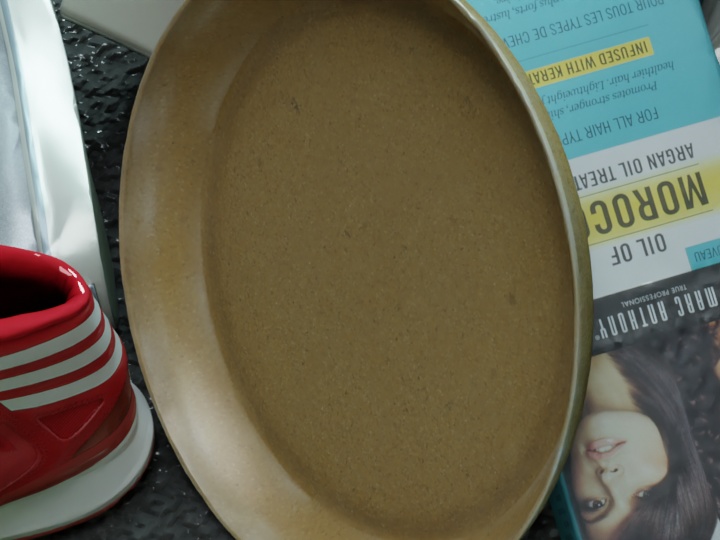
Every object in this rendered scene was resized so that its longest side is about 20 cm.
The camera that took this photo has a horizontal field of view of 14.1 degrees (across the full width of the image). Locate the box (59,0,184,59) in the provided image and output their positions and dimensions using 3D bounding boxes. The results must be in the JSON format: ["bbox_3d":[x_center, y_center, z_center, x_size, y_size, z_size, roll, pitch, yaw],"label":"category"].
[{"bbox_3d":[0.003,-0.078,0.970,0.200,0.068,0.082,29,96,29],"label":"box"}]

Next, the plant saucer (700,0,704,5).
[{"bbox_3d":[0.209,-0.096,0.975,0.200,0.070,0.019,-5,84,7],"label":"plant saucer"}]

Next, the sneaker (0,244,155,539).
[{"bbox_3d":[-0.166,0.049,0.878,0.200,0.116,0.078,-27,50,-13],"label":"sneaker"}]

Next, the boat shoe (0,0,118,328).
[{"bbox_3d":[-0.133,-0.054,0.993,0.071,0.070,0.201,-13,51,-5],"label":"boat shoe"}]

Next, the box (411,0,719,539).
[{"bbox_3d":[0.076,-0.009,0.858,0.082,0.049,0.200,-17,83,-2],"label":"box"}]

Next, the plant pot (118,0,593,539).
[{"bbox_3d":[0.000,0.000,0.857,0.027,0.200,0.200,-12,40,-41],"label":"plant pot"}]

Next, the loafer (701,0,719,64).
[{"bbox_3d":[0.143,-0.092,0.917,0.070,0.070,0.200,30,97,3],"label":"loafer"}]
